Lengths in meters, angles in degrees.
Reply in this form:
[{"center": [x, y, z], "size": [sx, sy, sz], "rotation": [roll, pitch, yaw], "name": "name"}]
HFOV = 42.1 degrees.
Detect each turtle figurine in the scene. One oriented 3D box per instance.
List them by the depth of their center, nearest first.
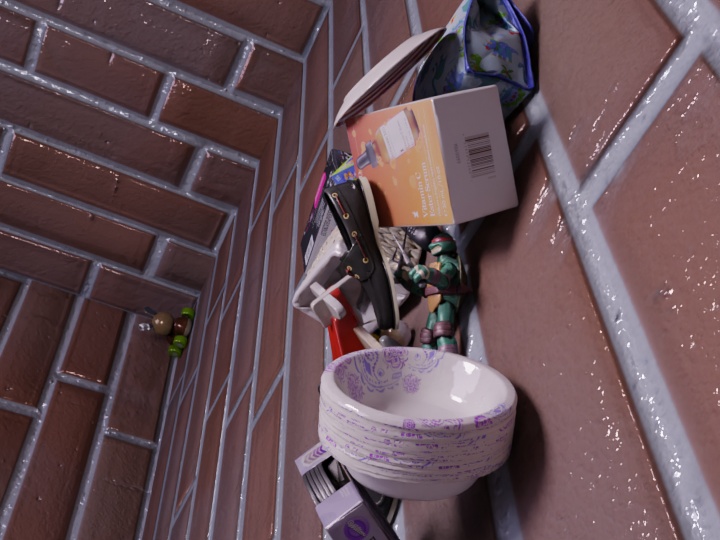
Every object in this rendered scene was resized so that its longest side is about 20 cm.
[{"center": [0.090, 0.025, 1.182], "size": [0.150, 0.100, 0.202], "rotation": [94, 175, -78], "name": "turtle figurine"}]

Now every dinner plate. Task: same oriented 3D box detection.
[{"center": [0.034, -0.262, 1.249], "size": [0.200, 0.024, 0.200], "rotation": [-41, 4, 3], "name": "dinner plate"}]

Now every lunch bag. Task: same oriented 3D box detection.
[{"center": [0.151, -0.284, 1.302], "size": [0.170, 0.127, 0.201], "rotation": [128, 146, -50], "name": "lunch bag"}]

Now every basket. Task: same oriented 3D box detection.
[{"center": [0.000, 0.000, 1.444], "size": [0.200, 0.135, 0.124], "rotation": [-47, 16, 56], "name": "basket"}]

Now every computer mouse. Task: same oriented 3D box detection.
[{"center": [0.070, -0.086, 1.383], "size": [0.034, 0.058, 0.200], "rotation": [-58, 41, 16], "name": "computer mouse"}]

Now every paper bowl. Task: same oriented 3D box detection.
[{"center": [0.056, 0.160, 0.954], "size": [0.201, 0.199, 0.105], "rotation": [-125, 37, -71], "name": "paper bowl"}]

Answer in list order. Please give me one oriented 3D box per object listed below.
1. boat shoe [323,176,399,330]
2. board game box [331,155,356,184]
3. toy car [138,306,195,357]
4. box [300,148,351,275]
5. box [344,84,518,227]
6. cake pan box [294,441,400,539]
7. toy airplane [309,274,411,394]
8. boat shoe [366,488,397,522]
[{"center": [0.003, -0.017, 1.203], "size": [0.074, 0.063, 0.203], "rotation": [158, 96, -80], "name": "boat shoe"}, {"center": [0.057, -0.189, 1.415], "size": [0.134, 0.045, 0.200], "rotation": [-22, 17, 35], "name": "board game box"}, {"center": [-0.784, 0.224, 3.735], "size": [0.158, 0.199, 0.165], "rotation": [129, 156, -49], "name": "toy car"}, {"center": [-0.023, -0.091, 1.659], "size": [0.132, 0.114, 0.201], "rotation": [-105, 31, -63], "name": "box"}, {"center": [0.086, -0.139, 1.188], "size": [0.200, 0.106, 0.153], "rotation": [0, 105, 58], "name": "box"}, {"center": [0.012, 0.285, 0.978], "size": [0.052, 0.201, 0.184], "rotation": [-35, 17, -7], "name": "cake pan box"}, {"center": [0.004, 0.093, 1.318], "size": [0.199, 0.140, 0.201], "rotation": [113, 137, -63], "name": "toy airplane"}, {"center": [0.019, 0.266, 1.197], "size": [0.072, 0.067, 0.201], "rotation": [-144, 72, -72], "name": "boat shoe"}]
